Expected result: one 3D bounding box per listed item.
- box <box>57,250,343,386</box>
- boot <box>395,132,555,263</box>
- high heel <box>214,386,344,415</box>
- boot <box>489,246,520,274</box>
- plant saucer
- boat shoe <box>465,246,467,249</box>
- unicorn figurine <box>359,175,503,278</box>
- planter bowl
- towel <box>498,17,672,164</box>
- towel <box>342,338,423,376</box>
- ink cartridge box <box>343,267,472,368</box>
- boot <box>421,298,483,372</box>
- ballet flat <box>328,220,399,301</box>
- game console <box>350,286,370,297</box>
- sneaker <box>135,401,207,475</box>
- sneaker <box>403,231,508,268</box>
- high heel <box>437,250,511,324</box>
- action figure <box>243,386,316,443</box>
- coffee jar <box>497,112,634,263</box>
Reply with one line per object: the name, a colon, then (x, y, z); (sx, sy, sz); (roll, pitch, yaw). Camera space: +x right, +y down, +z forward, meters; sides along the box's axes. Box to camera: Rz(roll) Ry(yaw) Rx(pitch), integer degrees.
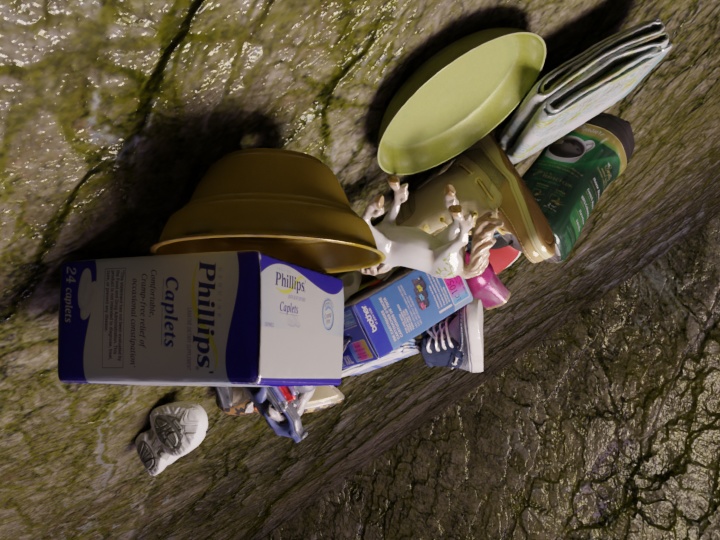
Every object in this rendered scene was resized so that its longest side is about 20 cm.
box: (-0.136, 0.052, 0.735); (0.196, 0.107, 0.183); (-3, 172, 20)
boot: (0.123, -0.053, 0.919); (0.154, 0.202, 0.073); (-34, 136, 14)
high heel: (-0.122, 0.190, 1.212); (0.196, 0.073, 0.143); (8, 153, 1)
boot: (0.166, 0.024, 1.236); (0.200, 0.072, 0.146); (-41, -163, 54)
plant saucer: (0.094, -0.171, 0.804); (0.198, 0.031, 0.201); (-30, 162, -11)
boat shoe: (0.114, -0.055, 1.067); (0.198, 0.077, 0.072); (-35, 164, 11)
unicorn figurine: (0.048, -0.036, 0.875); (0.074, 0.197, 0.139); (-48, 153, -37)
planter bowl: (-0.076, -0.051, 0.686); (0.196, 0.085, 0.200); (0, 171, 0)
towel: (0.246, -0.200, 0.919); (0.169, 0.049, 0.200); (-30, 173, -6)
towel: (0.020, 0.131, 1.171); (0.145, 0.024, 0.200); (-23, 169, 13)
ink cartridge box: (0.024, 0.058, 1.013); (0.198, 0.077, 0.136); (-26, -179, -31)
boot: (0.124, 0.095, 1.109); (0.088, 0.074, 0.201); (0, 154, 9)
ballet flat: (0.000, 0.000, 1.010); (0.198, 0.067, 0.067); (-31, -155, 1)
game console: (-0.057, 0.069, 1.190); (0.198, 0.031, 0.177); (-35, 168, 10)
sneaker: (-0.264, 0.232, 1.201); (0.099, 0.079, 0.200); (-25, 171, -41)
sneaker: (0.139, -0.050, 1.169); (0.198, 0.076, 0.079); (-31, 134, 14)
high heel: (0.115, 0.030, 1.153); (0.199, 0.096, 0.068); (-19, -145, 52)
action figure: (-0.122, 0.103, 0.991); (0.192, 0.203, 0.104); (-9, -157, 47)
coffee jar: (0.261, -0.114, 1.024); (0.201, 0.103, 0.086); (-52, 138, -16)
